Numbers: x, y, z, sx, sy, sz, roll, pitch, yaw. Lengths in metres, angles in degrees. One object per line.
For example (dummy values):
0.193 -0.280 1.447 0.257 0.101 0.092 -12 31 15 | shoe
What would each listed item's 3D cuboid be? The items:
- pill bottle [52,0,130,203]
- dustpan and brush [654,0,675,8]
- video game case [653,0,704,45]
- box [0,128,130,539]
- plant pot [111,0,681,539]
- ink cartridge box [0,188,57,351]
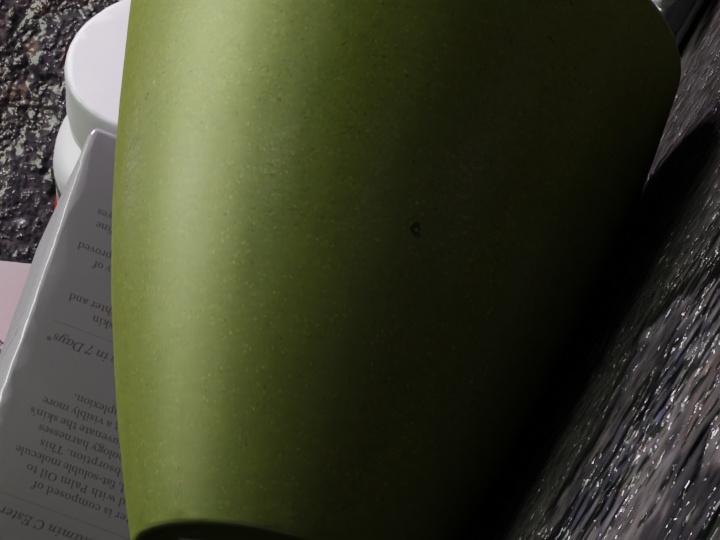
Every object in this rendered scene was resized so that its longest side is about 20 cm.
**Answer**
-0.083 -0.024 1.385 0.200 0.114 0.114 91 -160 -47 | pill bottle
0.110 -0.168 1.193 0.140 0.057 0.200 -40 20 27 | dustpan and brush
0.087 -0.089 1.211 0.200 0.018 0.143 -60 22 -8 | video game case
-0.076 0.072 1.190 0.106 0.152 0.200 124 165 -58 | box
-0.004 0.007 0.964 0.187 0.187 0.200 127 158 -64 | plant pot
-0.174 0.054 1.471 0.200 0.043 0.174 -96 12 -55 | ink cartridge box
